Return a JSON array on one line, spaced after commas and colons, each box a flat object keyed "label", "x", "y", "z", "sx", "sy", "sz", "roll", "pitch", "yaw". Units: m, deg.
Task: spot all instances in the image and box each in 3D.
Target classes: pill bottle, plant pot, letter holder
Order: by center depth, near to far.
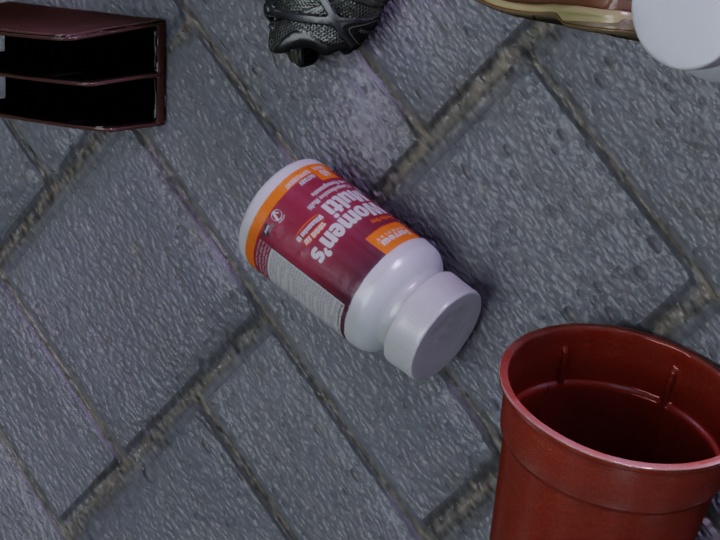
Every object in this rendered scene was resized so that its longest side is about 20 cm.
[{"label": "pill bottle", "x": 0.275, "y": -0.191, "z": 1.455, "sx": 0.112, "sy": 0.200, "sz": 0.113, "roll": 9, "pitch": 105, "yaw": 34}, {"label": "plant pot", "x": 0.188, "y": 0.176, "z": 1.616, "sx": 0.201, "sy": 0.201, "sz": 0.196, "roll": 28, "pitch": 123, "yaw": 29}, {"label": "pill bottle", "x": 0.000, "y": 0.000, "z": 1.754, "sx": 0.200, "sy": 0.109, "sz": 0.110, "roll": 37, "pitch": 119, "yaw": 24}, {"label": "letter holder", "x": -0.302, "y": -0.187, "z": 1.914, "sx": 0.200, "sy": 0.142, "sz": 0.101, "roll": 11, "pitch": 106, "yaw": 34}]

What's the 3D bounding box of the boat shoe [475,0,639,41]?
[{"label": "boat shoe", "x": 0.158, "y": -0.225, "z": 1.604, "sx": 0.200, "sy": 0.072, "sz": 0.068, "roll": 21, "pitch": 103, "yaw": 50}]

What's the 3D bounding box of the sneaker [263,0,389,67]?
[{"label": "sneaker", "x": -0.070, "y": -0.248, "z": 1.772, "sx": 0.199, "sy": 0.076, "sz": 0.114, "roll": 36, "pitch": 112, "yaw": 19}]
